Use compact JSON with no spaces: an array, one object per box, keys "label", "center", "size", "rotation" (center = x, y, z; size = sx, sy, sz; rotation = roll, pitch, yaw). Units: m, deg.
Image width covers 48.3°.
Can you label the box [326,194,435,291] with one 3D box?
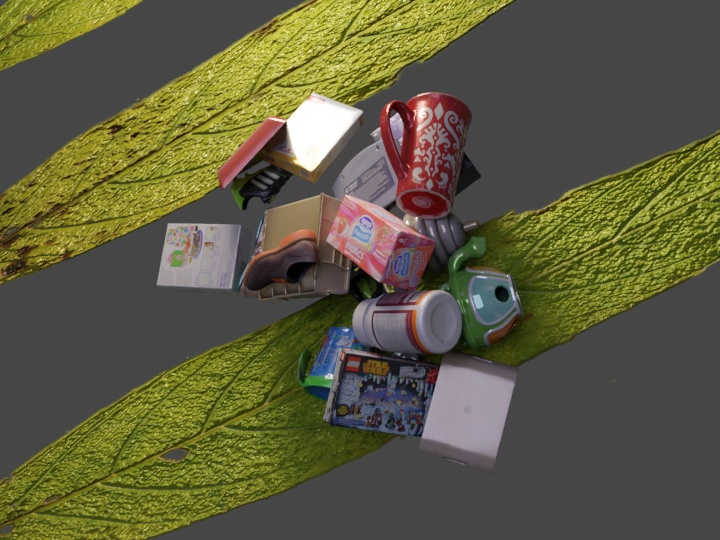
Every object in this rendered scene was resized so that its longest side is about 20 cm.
[{"label":"box","center":[0.035,-0.054,1.495],"size":[0.200,0.094,0.104],"rotation":[39,108,49]}]

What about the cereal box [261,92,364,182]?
[{"label":"cereal box","center":[-0.101,-0.291,1.736],"size":[0.142,0.040,0.201],"rotation":[25,61,25]}]

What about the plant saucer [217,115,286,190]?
[{"label":"plant saucer","center":[-0.241,-0.266,1.748],"size":[0.037,0.200,0.200],"rotation":[42,94,-12]}]

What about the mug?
[{"label":"mug","center":[0.112,-0.214,1.506],"size":[0.174,0.134,0.203],"rotation":[11,66,-1]}]

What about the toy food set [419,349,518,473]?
[{"label":"toy food set","center":[0.203,0.261,1.500],"size":[0.141,0.060,0.204],"rotation":[14,82,13]}]

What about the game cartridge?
[{"label":"game cartridge","center":[0.024,-0.178,1.647],"size":[0.199,0.040,0.135],"rotation":[-34,73,41]}]

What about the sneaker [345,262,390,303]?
[{"label":"sneaker","center":[0.000,0.000,1.628],"size":[0.073,0.087,0.202],"rotation":[-32,66,10]}]

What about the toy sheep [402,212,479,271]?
[{"label":"toy sheep","center":[0.137,-0.061,1.566],"size":[0.197,0.138,0.140],"rotation":[-22,68,14]}]

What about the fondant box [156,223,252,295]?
[{"label":"fondant box","center":[-0.348,-0.026,1.792],"size":[0.196,0.058,0.147],"rotation":[2,76,21]}]

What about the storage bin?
[{"label":"storage bin","center":[-0.113,-0.038,1.639],"size":[0.198,0.093,0.203],"rotation":[-9,71,46]}]

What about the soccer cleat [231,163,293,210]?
[{"label":"soccer cleat","center":[-0.194,-0.198,1.781],"size":[0.197,0.067,0.082],"rotation":[-23,85,16]}]

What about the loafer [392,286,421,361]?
[{"label":"loafer","center":[0.076,0.119,1.576],"size":[0.068,0.070,0.204],"rotation":[-8,73,10]}]

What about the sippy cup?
[{"label":"sippy cup","center":[-0.033,0.186,1.575],"size":[0.175,0.140,0.132],"rotation":[17,70,-2]}]

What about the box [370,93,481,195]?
[{"label":"box","center":[0.132,-0.235,1.649],"size":[0.140,0.079,0.202],"rotation":[-37,65,11]}]

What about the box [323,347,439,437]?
[{"label":"box","center":[0.040,0.227,1.489],"size":[0.040,0.197,0.140],"rotation":[-157,78,-66]}]

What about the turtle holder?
[{"label":"turtle holder","center":[0.227,0.048,1.504],"size":[0.130,0.141,0.188],"rotation":[-18,49,16]}]

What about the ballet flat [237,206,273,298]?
[{"label":"ballet flat","center":[-0.204,-0.034,1.742],"size":[0.066,0.068,0.203],"rotation":[18,88,5]}]

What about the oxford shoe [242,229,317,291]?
[{"label":"oxford shoe","center":[-0.158,-0.001,1.556],"size":[0.199,0.070,0.074],"rotation":[-35,59,36]}]

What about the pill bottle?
[{"label":"pill bottle","center":[0.081,0.094,1.459],"size":[0.198,0.108,0.112],"rotation":[-5,71,51]}]
